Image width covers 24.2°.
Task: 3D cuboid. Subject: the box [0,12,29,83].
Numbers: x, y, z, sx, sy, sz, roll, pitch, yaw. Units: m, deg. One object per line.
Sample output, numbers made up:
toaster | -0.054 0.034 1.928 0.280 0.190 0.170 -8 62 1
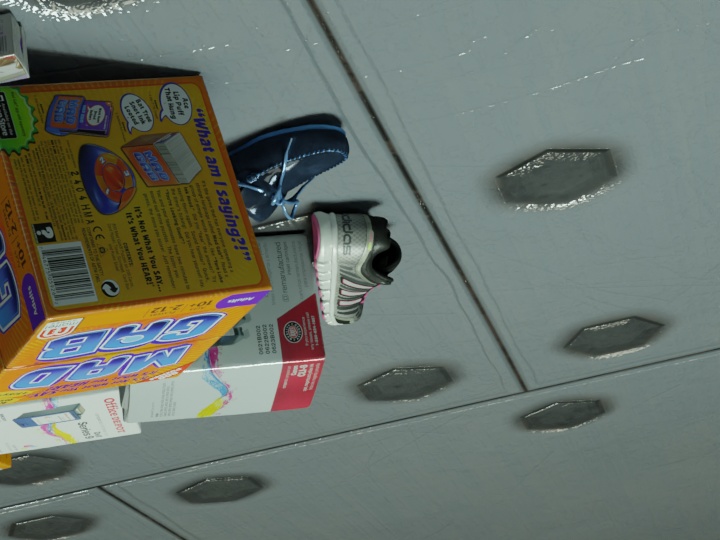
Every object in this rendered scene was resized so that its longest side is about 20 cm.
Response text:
box | -0.356 -0.155 1.295 0.200 0.041 0.039 -12 157 4

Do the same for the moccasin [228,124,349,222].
moccasin | -0.095 -0.072 1.540 0.200 0.068 0.080 -22 154 26

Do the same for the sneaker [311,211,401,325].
sneaker | 0.000 0.000 1.729 0.087 0.074 0.200 -3 152 2

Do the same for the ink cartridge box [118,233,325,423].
ink cartridge box | -0.151 0.060 1.724 0.200 0.145 0.145 -5 157 -11

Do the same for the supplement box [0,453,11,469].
supplement box | -0.539 0.213 2.021 0.200 0.074 0.126 -16 156 16

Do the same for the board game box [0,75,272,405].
board game box | -0.227 -0.023 1.396 0.200 0.200 0.200 -7 160 -34

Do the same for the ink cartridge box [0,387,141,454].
ink cartridge box | -0.357 0.138 1.901 0.200 0.088 0.145 -9 156 -4
